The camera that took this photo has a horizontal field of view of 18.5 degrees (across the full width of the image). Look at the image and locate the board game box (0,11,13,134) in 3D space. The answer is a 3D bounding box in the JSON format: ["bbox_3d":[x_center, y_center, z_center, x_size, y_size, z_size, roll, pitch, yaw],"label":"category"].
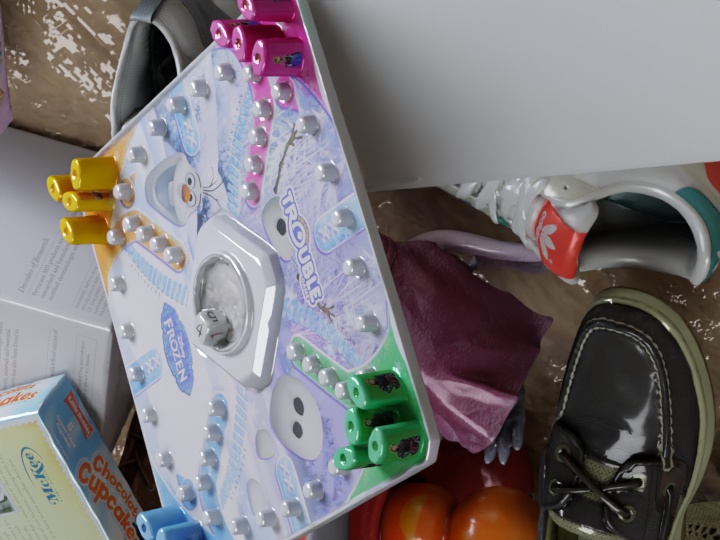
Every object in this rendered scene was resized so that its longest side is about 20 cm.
[{"bbox_3d":[-0.260,-0.160,1.010,0.198,0.044,0.200,21,142,15],"label":"board game box"}]

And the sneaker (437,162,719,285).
[{"bbox_3d":[0.080,-0.046,1.004,0.198,0.094,0.071,15,133,4],"label":"sneaker"}]

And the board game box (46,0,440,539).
[{"bbox_3d":[-0.058,0.013,0.911,0.026,0.202,0.200,-6,162,-36],"label":"board game box"}]

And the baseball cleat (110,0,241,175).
[{"bbox_3d":[-0.070,-0.047,1.044,0.069,0.107,0.201,3,127,33],"label":"baseball cleat"}]

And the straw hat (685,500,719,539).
[{"bbox_3d":[0.194,0.168,1.154,0.200,0.085,0.202,28,151,17],"label":"straw hat"}]

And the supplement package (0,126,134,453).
[{"bbox_3d":[-0.205,0.003,1.121,0.198,0.120,0.122,16,134,3],"label":"supplement package"}]

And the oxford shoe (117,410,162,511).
[{"bbox_3d":[-0.095,0.095,1.143,0.071,0.071,0.202,10,97,41],"label":"oxford shoe"}]

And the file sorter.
[{"bbox_3d":[0.083,-0.131,0.908,0.198,0.125,0.140,-4,130,22],"label":"file sorter"}]

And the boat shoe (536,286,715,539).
[{"bbox_3d":[0.117,0.103,1.022,0.071,0.066,0.202,20,132,24],"label":"boat shoe"}]

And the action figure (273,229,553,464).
[{"bbox_3d":[0.000,0.000,1.002,0.199,0.150,0.134,36,162,-19],"label":"action figure"}]

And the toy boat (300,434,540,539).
[{"bbox_3d":[0.035,0.127,1.100,0.130,0.199,0.132,7,98,31],"label":"toy boat"}]

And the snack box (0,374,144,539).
[{"bbox_3d":[-0.152,0.154,1.106,0.115,0.037,0.201,-14,114,29],"label":"snack box"}]
